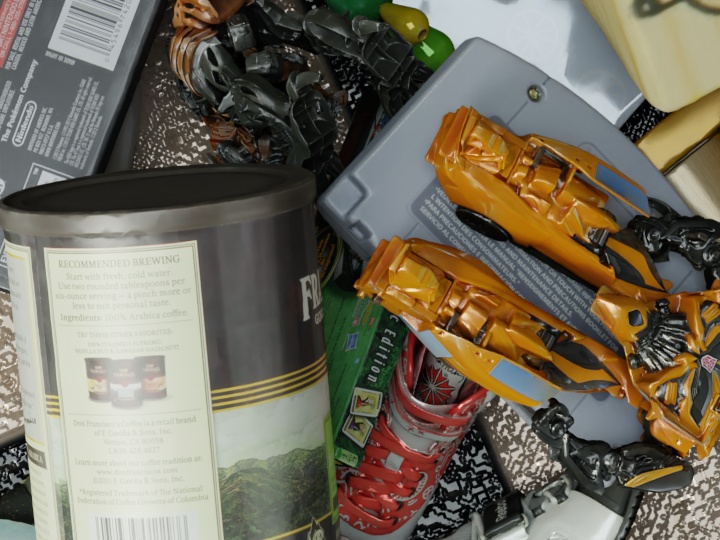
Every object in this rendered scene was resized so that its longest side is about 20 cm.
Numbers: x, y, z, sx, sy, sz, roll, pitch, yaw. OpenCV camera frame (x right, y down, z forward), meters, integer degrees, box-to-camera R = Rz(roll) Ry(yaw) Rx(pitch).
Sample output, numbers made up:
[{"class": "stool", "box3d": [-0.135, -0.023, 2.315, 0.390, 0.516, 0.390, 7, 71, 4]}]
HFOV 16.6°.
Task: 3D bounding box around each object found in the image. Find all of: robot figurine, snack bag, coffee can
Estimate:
[{"class": "robot figurine", "box3d": [0.105, 0.017, 1.154, 0.200, 0.058, 0.145, 30, 78, -12]}, {"class": "snack bag", "box3d": [0.107, -0.172, 1.299, 0.188, 0.021, 0.200, 40, 91, 3]}, {"class": "coffee can", "box3d": [-0.085, 0.059, 1.142, 0.146, 0.146, 0.201, -4, 100, 3]}]

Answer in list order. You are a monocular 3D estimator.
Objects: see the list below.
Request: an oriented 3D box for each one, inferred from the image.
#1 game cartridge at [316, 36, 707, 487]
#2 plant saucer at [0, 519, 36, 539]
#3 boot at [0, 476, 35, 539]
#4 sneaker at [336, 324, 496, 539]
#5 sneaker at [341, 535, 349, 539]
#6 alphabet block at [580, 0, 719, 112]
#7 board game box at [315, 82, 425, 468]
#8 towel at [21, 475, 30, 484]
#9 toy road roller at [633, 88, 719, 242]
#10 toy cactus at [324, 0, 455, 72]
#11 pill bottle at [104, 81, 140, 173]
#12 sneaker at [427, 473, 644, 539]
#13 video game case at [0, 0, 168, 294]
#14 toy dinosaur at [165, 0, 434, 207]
[{"class": "game cartridge", "box3d": [0.091, -0.010, 1.201, 0.200, 0.042, 0.133, 45, 70, -9]}, {"class": "plant saucer", "box3d": [-0.178, 0.226, 1.253, 0.200, 0.039, 0.202, 9, 110, 24]}, {"class": "boot", "box3d": [-0.086, 0.159, 1.277, 0.130, 0.068, 0.200, -35, 97, -4]}, {"class": "sneaker", "box3d": [0.020, 0.081, 1.256, 0.067, 0.108, 0.202, 31, 91, 3]}, {"class": "sneaker", "box3d": [0.033, 0.187, 1.208, 0.199, 0.090, 0.078, 10, 99, 16]}, {"class": "alphabet block", "box3d": [0.159, -0.234, 1.153, 0.195, 0.200, 0.197, -28, 50, 4]}, {"class": "board game box", "box3d": [0.000, 0.000, 1.245, 0.023, 0.105, 0.201, 27, 77, -31]}, {"class": "towel", "box3d": [-0.087, 0.076, 1.307, 0.086, 0.018, 0.200, 44, 92, 3]}, {"class": "toy road roller", "box3d": [0.231, -0.062, 1.229, 0.200, 0.146, 0.123, -39, 88, 2]}, {"class": "toy cactus", "box3d": [-0.011, -0.187, 1.233, 0.164, 0.102, 0.200, -7, 130, 12]}, {"class": "pill bottle", "box3d": [-0.220, -0.077, 1.272, 0.199, 0.104, 0.105, 13, 90, 2]}, {"class": "sneaker", "box3d": [0.080, 0.147, 1.270, 0.088, 0.074, 0.200, 33, 94, 5]}, {"class": "video game case", "box3d": [-0.200, -0.105, 1.210, 0.180, 0.026, 0.201, 20, 84, 3]}, {"class": "toy dinosaur", "box3d": [-0.053, -0.097, 1.221, 0.136, 0.200, 0.102, 26, 78, 31]}]
